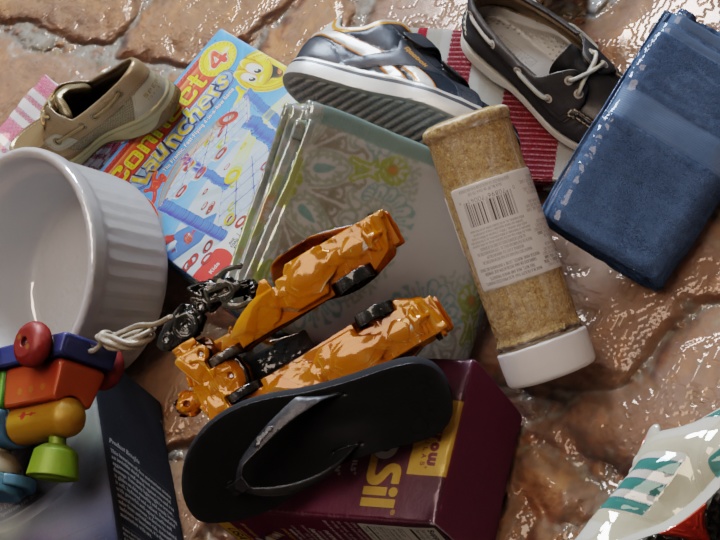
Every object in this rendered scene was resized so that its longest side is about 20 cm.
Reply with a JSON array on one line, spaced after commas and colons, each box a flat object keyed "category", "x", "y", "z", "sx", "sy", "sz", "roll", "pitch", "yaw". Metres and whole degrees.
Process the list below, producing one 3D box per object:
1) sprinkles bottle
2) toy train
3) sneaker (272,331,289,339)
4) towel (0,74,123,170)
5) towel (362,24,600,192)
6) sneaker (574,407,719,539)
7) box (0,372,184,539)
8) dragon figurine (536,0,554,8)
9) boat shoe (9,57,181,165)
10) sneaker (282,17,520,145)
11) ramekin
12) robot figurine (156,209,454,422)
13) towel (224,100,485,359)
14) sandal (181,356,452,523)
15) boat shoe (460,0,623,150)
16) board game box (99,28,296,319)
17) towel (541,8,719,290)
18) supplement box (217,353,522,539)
[{"category": "sprinkles bottle", "x": 0.108, "y": -0.017, "z": 1.284, "sx": 0.068, "sy": 0.068, "sz": 0.200, "roll": -19, "pitch": 89, "yaw": 18}, {"category": "toy train", "x": -0.212, "y": 0.100, "z": 1.272, "sx": 0.200, "sy": 0.085, "sz": 0.116, "roll": -13, "pitch": 65, "yaw": 41}, {"category": "sneaker", "x": 0.000, "y": 0.000, "z": 1.379, "sx": 0.200, "sy": 0.083, "sz": 0.072, "roll": -38, "pitch": 88, "yaw": 13}, {"category": "towel", "x": -0.325, "y": -0.082, "z": 1.659, "sx": 0.200, "sy": 0.030, "sz": 0.146, "roll": -49, "pitch": 50, "yaw": -5}, {"category": "towel", "x": 0.086, "y": -0.132, "z": 1.429, "sx": 0.200, "sy": 0.023, "sz": 0.144, "roll": 6, "pitch": 62, "yaw": 10}, {"category": "sneaker", "x": 0.202, "y": 0.159, "z": 1.198, "sx": 0.200, "sy": 0.070, "sz": 0.093, "roll": -37, "pitch": 32, "yaw": 7}, {"category": "box", "x": -0.255, "y": 0.197, "z": 1.387, "sx": 0.200, "sy": 0.123, "sz": 0.199, "roll": -26, "pitch": 50, "yaw": 12}, {"category": "dragon figurine", "x": 0.134, "y": -0.267, "z": 1.445, "sx": 0.059, "sy": 0.200, "sz": 0.099, "roll": -41, "pitch": 88, "yaw": 3}, {"category": "boat shoe", "x": -0.249, "y": -0.141, "z": 1.573, "sx": 0.200, "sy": 0.065, "sz": 0.071, "roll": -20, "pitch": 43, "yaw": 35}, {"category": "sneaker", "x": 0.043, "y": -0.146, "z": 1.385, "sx": 0.200, "sy": 0.078, "sz": 0.079, "roll": 23, "pitch": 64, "yaw": 16}, {"category": "ramekin", "x": -0.253, "y": 0.003, "z": 1.482, "sx": 0.200, "sy": 0.098, "sz": 0.201, "roll": -7, "pitch": 80, "yaw": 41}, {"category": "robot figurine", "x": -0.043, "y": 0.050, "z": 1.247, "sx": 0.200, "sy": 0.058, "sz": 0.145, "roll": -30, "pitch": 81, "yaw": 10}, {"category": "towel", "x": 0.009, "y": -0.019, "z": 1.327, "sx": 0.048, "sy": 0.200, "sz": 0.171, "roll": -173, "pitch": 104, "yaw": -77}, {"category": "sandal", "x": -0.035, "y": 0.112, "z": 1.197, "sx": 0.200, "sy": 0.076, "sz": 0.043, "roll": -25, "pitch": 13, "yaw": 7}, {"category": "boat shoe", "x": 0.159, "y": -0.158, "z": 1.386, "sx": 0.074, "sy": 0.060, "sz": 0.200, "roll": -39, "pitch": 64, "yaw": -19}, {"category": "board game box", "x": -0.112, "y": -0.087, "z": 1.524, "sx": 0.196, "sy": 0.056, "sz": 0.200, "roll": 33, "pitch": 80, "yaw": 39}, {"category": "towel", "x": 0.226, "y": -0.090, "z": 1.322, "sx": 0.112, "sy": 0.049, "sz": 0.200, "roll": 32, "pitch": 78, "yaw": 3}, {"category": "supplement box", "x": 0.000, "y": 0.140, "z": 1.289, "sx": 0.200, "sy": 0.103, "sz": 0.131, "roll": 0, "pitch": 60, "yaw": 29}]
